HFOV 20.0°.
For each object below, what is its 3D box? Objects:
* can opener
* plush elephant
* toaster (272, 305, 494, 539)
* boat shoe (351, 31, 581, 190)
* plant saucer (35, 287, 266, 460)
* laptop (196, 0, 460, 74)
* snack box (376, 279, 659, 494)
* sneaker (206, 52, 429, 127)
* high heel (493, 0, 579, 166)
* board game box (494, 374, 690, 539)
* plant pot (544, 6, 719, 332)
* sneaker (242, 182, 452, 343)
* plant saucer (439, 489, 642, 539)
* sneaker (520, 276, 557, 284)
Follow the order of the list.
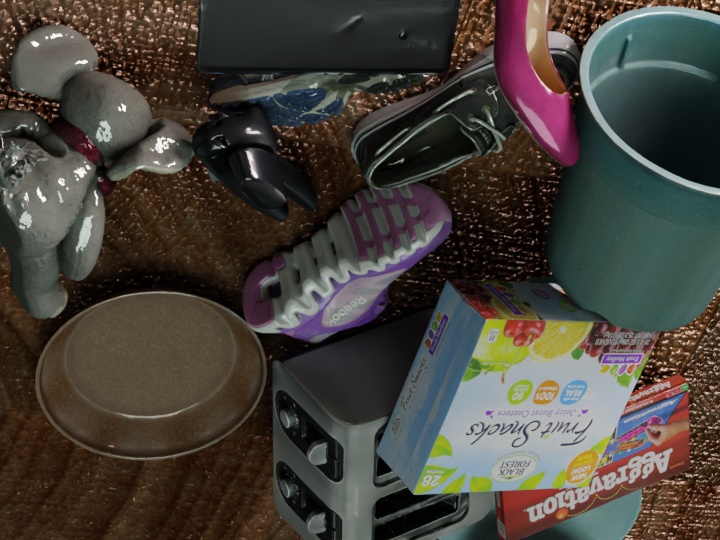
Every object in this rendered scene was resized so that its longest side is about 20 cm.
[{"bbox_3d":[-0.081,-0.073,1.593,0.063,0.079,0.200,-9,167,9],"label":"can opener"},{"bbox_3d":[-0.222,-0.088,1.545,0.155,0.165,0.200,-38,176,-24],"label":"plush elephant"},{"bbox_3d":[0.027,0.143,1.774,0.199,0.119,0.182,-18,133,-25],"label":"toaster"},{"bbox_3d":[0.088,-0.116,1.617,0.199,0.071,0.072,-28,130,13],"label":"boat shoe"},{"bbox_3d":[-0.181,0.082,1.765,0.198,0.037,0.202,-6,133,-6],"label":"plant saucer"},{"bbox_3d":[-0.024,-0.254,1.441,0.185,0.202,0.116,-1,163,-10],"label":"laptop"},{"bbox_3d":[0.131,0.096,1.679,0.199,0.068,0.170,4,119,-37],"label":"snack box"},{"bbox_3d":[-0.031,-0.167,1.555,0.199,0.086,0.077,-14,161,30],"label":"sneaker"},{"bbox_3d":[0.140,-0.181,1.519,0.096,0.067,0.201,-25,98,22],"label":"high heel"},{"bbox_3d":[0.213,0.173,1.872,0.199,0.019,0.104,-20,127,-17],"label":"board game box"},{"bbox_3d":[0.241,-0.067,1.620,0.198,0.201,0.197,3,138,-14],"label":"plant pot"},{"bbox_3d":[0.000,0.000,1.706,0.199,0.081,0.088,-31,136,23],"label":"sneaker"},{"bbox_3d":[0.168,0.218,1.952,0.199,0.039,0.202,-6,133,-6],"label":"plant saucer"},{"bbox_3d":[0.165,0.078,1.813,0.090,0.078,0.201,-4,140,-21],"label":"sneaker"}]
